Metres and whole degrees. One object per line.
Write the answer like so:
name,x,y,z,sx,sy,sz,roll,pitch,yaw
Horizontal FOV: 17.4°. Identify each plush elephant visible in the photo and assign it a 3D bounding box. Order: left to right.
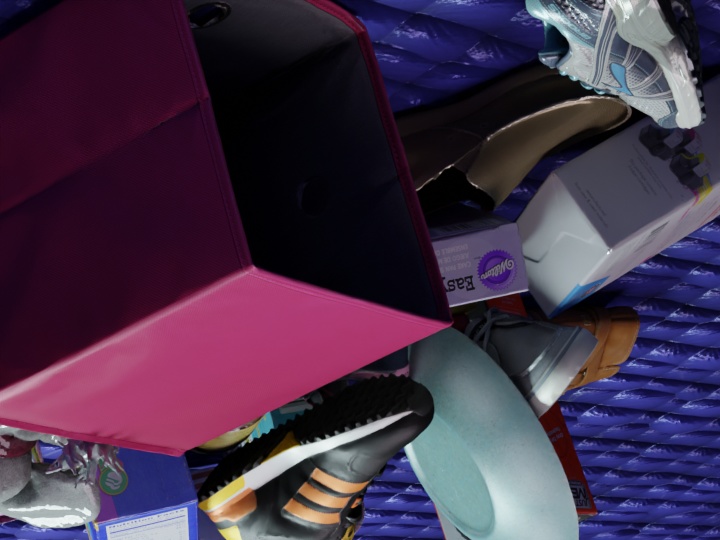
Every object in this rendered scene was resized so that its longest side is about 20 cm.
plush elephant,-0.210,0.075,1.405,0.155,0.200,0.165,-32,133,26

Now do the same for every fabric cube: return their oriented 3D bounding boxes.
fabric cube,-0.102,-0.033,1.286,0.199,0.200,0.196,-27,157,28

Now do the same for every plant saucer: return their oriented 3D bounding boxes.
plant saucer,0.074,0.130,1.630,0.039,0.201,0.201,-31,164,-22

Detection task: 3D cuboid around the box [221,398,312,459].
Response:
box,-0.068,0.124,1.846,0.049,0.082,0.200,-9,157,-16

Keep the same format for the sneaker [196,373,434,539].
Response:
sneaker,-0.016,0.141,1.598,0.200,0.090,0.070,-27,-163,30

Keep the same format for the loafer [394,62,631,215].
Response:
loafer,0.085,-0.075,1.495,0.200,0.068,0.076,-20,158,7

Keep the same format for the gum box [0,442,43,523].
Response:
gum box,-0.258,0.087,1.571,0.066,0.114,0.200,-14,158,-6

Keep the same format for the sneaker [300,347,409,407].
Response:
sneaker,-0.051,0.065,1.652,0.200,0.082,0.070,-9,-172,40

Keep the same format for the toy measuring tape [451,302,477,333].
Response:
toy measuring tape,0.015,0.038,1.702,0.200,0.074,0.074,-26,157,12

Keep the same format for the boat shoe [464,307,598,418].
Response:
boat shoe,0.098,0.064,1.618,0.070,0.071,0.201,-53,-174,-18

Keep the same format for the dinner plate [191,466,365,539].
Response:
dinner plate,-0.095,0.209,1.932,0.200,0.024,0.200,-1,-160,0

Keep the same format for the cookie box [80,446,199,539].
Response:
cookie box,-0.169,0.124,1.651,0.075,0.171,0.200,-15,158,-10

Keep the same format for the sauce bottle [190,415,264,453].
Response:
sauce bottle,-0.099,0.091,1.619,0.065,0.065,0.200,-12,171,-12

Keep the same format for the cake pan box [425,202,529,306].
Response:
cake pan box,0.000,0.000,1.533,0.200,0.052,0.184,-13,-171,-10

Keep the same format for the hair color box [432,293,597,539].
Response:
hair color box,0.092,0.108,1.759,0.101,0.200,0.061,-29,159,27

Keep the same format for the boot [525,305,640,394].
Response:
boot,0.130,0.091,1.929,0.154,0.074,0.200,-9,160,-30

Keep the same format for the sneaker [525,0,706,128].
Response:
sneaker,0.152,-0.142,1.403,0.086,0.078,0.200,-11,154,17

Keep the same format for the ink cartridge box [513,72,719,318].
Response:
ink cartridge box,0.200,-0.059,1.570,0.200,0.068,0.115,-30,168,-27
